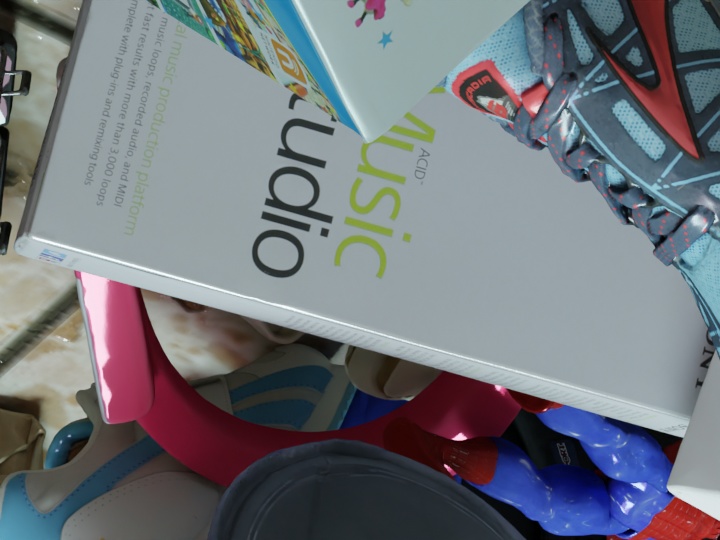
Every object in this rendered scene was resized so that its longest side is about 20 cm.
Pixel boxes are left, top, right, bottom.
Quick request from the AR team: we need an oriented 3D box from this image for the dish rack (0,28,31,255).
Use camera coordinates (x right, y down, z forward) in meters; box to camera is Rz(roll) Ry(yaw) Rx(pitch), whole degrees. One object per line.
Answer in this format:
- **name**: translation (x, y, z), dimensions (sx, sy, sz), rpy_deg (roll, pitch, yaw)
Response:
- **dish rack**: translation (-0.130, 0.020, 0.787), dimensions (0.054, 0.200, 0.154), rpy_deg (5, 115, -7)

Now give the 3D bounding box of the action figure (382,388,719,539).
- **action figure**: translation (0.094, 0.085, 0.838), dimensions (0.065, 0.099, 0.200), rpy_deg (-46, 151, 12)

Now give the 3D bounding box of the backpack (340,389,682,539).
- **backpack**: translation (0.049, 0.150, 0.968), dimensions (0.162, 0.201, 0.168), rpy_deg (26, 143, -25)

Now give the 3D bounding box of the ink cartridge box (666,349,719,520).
- **ink cartridge box**: translation (0.173, -0.009, 0.728), dimensions (0.116, 0.201, 0.067), rpy_deg (30, 166, -33)

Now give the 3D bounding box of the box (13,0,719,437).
- **box**: translation (0.021, -0.049, 0.725), dimensions (0.199, 0.145, 0.036), rpy_deg (15, 172, -12)

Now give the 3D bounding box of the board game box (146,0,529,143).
- **board game box**: translation (-0.060, -0.133, 0.577), dimensions (0.200, 0.064, 0.148), rpy_deg (34, 160, 43)

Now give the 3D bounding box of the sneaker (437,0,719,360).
- **sneaker**: translation (0.062, -0.041, 0.664), dimensions (0.095, 0.201, 0.079), rpy_deg (-10, 156, -20)

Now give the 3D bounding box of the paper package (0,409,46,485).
- **paper package**: translation (-0.226, 0.130, 1.095), dimensions (0.190, 0.104, 0.200), rpy_deg (11, 148, 1)

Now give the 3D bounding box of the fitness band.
- **fitness band**: translation (-0.015, -0.017, 0.802), dimensions (0.143, 0.037, 0.201), rpy_deg (-8, 120, -6)

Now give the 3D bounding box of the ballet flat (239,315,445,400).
- **ballet flat**: translation (0.000, 0.000, 0.867), dimensions (0.200, 0.073, 0.073), rpy_deg (31, 141, -28)

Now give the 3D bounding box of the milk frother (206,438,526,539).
- **milk frother**: translation (0.015, 0.170, 0.780), dimensions (0.200, 0.181, 0.188), rpy_deg (-7, 145, -41)

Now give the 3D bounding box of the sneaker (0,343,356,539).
- **sneaker**: translation (-0.058, 0.064, 0.906), dimensions (0.081, 0.200, 0.077), rpy_deg (29, 111, 6)
